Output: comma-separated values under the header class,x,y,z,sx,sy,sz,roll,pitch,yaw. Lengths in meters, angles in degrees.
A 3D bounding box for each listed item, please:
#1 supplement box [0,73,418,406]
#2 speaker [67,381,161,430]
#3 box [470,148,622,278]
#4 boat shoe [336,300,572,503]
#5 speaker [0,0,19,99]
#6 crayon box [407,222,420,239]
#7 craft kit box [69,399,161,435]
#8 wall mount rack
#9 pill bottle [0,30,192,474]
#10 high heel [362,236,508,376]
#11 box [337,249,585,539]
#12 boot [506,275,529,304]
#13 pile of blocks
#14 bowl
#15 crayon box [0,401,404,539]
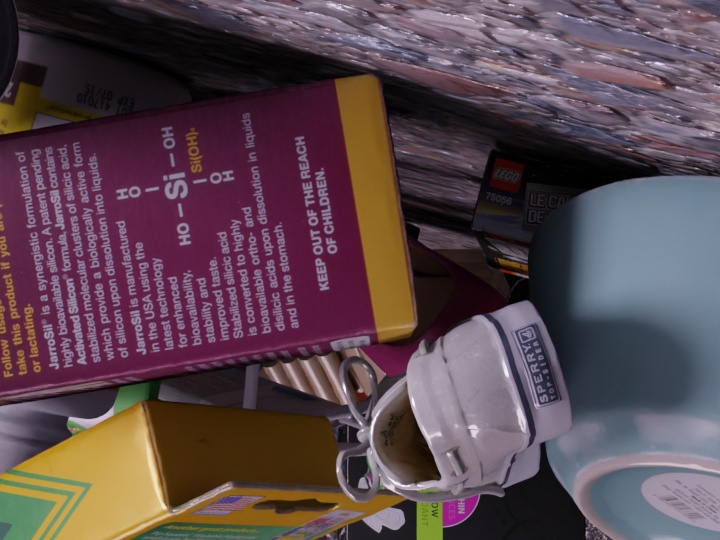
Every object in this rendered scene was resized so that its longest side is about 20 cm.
class,x,y,z,sx,sy,sz,roll,pitch,yaw
supplement box,-0.081,-0.008,0.905,0.199,0.104,0.131,-10,177,-1
speaker,-0.200,0.031,1.124,0.199,0.089,0.088,9,177,0
box,0.126,-0.011,1.042,0.136,0.040,0.200,14,177,6
boat shoe,0.028,0.063,0.899,0.086,0.075,0.202,-18,175,-6
speaker,-0.190,-0.085,0.847,0.081,0.082,0.200,16,176,-21
crayon box,-0.077,-0.034,1.490,0.199,0.052,0.125,13,176,39
craft kit box,-0.180,0.012,1.360,0.197,0.049,0.200,28,-150,10
wall mount rack,-0.042,0.039,1.239,0.199,0.075,0.173,17,-163,39
pill bottle,-0.152,-0.003,1.029,0.109,0.201,0.109,15,177,1
high heel,0.000,0.000,1.117,0.200,0.068,0.096,28,170,41
box,0.059,0.099,1.387,0.148,0.201,0.124,1,165,-3
boot,0.157,0.022,1.230,0.203,0.074,0.154,13,173,23
pile of blocks,0.000,0.046,1.309,0.199,0.082,0.062,-17,130,10
bowl,0.154,0.058,0.914,0.200,0.105,0.201,14,155,7
crayon box,-0.095,0.107,0.962,0.199,0.052,0.125,-27,158,31
